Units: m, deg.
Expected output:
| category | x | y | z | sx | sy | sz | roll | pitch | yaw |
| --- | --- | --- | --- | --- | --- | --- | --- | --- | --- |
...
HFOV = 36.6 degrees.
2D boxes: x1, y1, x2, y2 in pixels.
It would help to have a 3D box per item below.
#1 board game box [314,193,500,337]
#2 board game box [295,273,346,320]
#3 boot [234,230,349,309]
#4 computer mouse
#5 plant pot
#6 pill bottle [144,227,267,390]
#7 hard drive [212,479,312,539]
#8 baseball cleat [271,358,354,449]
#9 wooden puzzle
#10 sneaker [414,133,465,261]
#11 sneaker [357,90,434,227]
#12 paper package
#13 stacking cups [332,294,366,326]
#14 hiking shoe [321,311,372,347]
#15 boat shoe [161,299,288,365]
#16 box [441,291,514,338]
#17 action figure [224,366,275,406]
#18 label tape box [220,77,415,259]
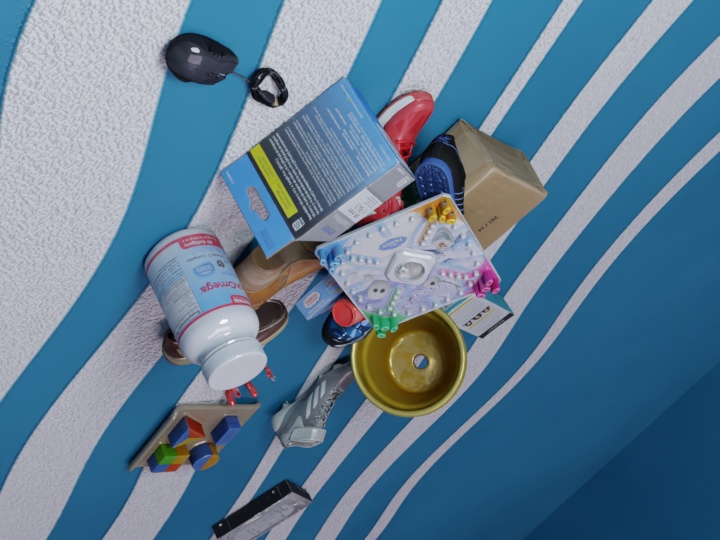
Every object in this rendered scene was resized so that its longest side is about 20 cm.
| category | x | y | z | sx | sy | sz | roll | pitch | yaw |
| --- | --- | --- | --- | --- | --- | --- | --- | --- | --- |
| board game box | 0.069 | 0.001 | 1.485 | 0.199 | 0.026 | 0.200 | -22 | 135 | 15 |
| board game box | 0.000 | 0.000 | 1.642 | 0.151 | 0.037 | 0.200 | -42 | 174 | 20 |
| boot | -0.115 | 0.000 | 1.581 | 0.199 | 0.074 | 0.155 | -15 | 159 | -38 |
| computer mouse | -0.142 | -0.214 | 1.217 | 0.059 | 0.034 | 0.200 | -43 | 151 | 21 |
| plant pot | 0.095 | 0.157 | 1.929 | 0.200 | 0.201 | 0.189 | -33 | 169 | 5 |
| pill bottle | -0.199 | 0.051 | 1.422 | 0.108 | 0.201 | 0.109 | -24 | 153 | -13 |
| hard drive | -0.215 | 0.543 | 2.417 | 0.199 | 0.038 | 0.140 | -33 | 153 | 3 |
| baseball cleat | -0.069 | 0.256 | 2.003 | 0.200 | 0.107 | 0.070 | -39 | 147 | 12 |
| wooden puzzle | -0.289 | 0.302 | 1.926 | 0.199 | 0.046 | 0.185 | 1 | 139 | -47 |
| sneaker | 0.115 | -0.092 | 1.484 | 0.201 | 0.070 | 0.078 | 84 | 25 | -45 |
| sneaker | 0.051 | -0.135 | 1.453 | 0.078 | 0.116 | 0.200 | -1 | 141 | -44 |
| paper package | 0.145 | -0.105 | 1.615 | 0.200 | 0.104 | 0.190 | -42 | 150 | 22 |
| stacking cups | 0.022 | 0.040 | 1.638 | 0.200 | 0.061 | 0.061 | -27 | 160 | -53 |
| hiking shoe | 0.017 | 0.048 | 1.777 | 0.200 | 0.074 | 0.087 | -36 | 162 | -14 |
| boat shoe | -0.200 | 0.081 | 1.621 | 0.199 | 0.072 | 0.072 | -15 | 151 | -16 |
| box | 0.209 | 0.069 | 2.031 | 0.082 | 0.049 | 0.200 | -38 | 152 | 15 |
| action figure | -0.187 | 0.179 | 1.771 | 0.065 | 0.099 | 0.201 | -23 | 150 | -17 |
| label tape box | -0.054 | -0.118 | 1.347 | 0.199 | 0.145 | 0.063 | -35 | 155 | 11 |
